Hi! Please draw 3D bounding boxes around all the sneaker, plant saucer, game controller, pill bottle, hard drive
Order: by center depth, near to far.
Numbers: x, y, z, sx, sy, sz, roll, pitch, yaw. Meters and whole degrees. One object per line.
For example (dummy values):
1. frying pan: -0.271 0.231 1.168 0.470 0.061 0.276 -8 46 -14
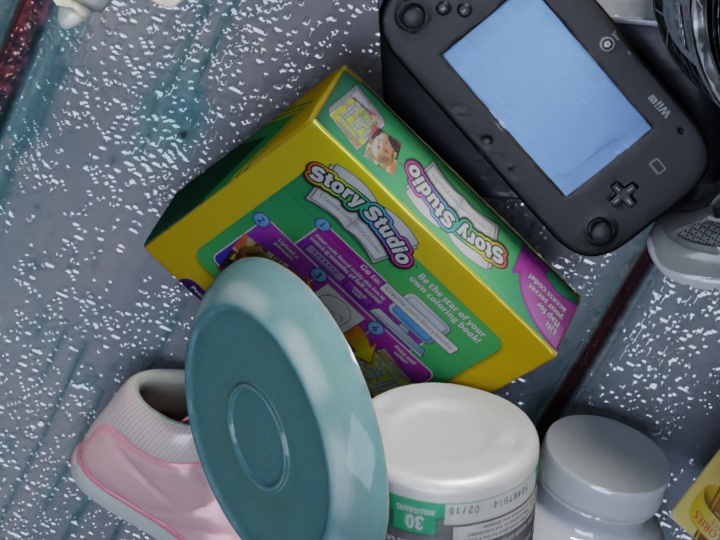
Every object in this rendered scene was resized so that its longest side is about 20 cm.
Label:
1. game controller: 0.103 -0.102 1.302 0.104 0.042 0.200 -36 108 24
2. sneaker: 0.256 -0.051 1.335 0.199 0.075 0.082 -17 128 4
3. hard drive: 0.109 -0.101 1.350 0.198 0.042 0.136 1 118 8
4. plant saucer: -0.050 0.093 1.351 0.027 0.200 0.201 -16 124 -30
5. pill bottle: 0.044 0.177 1.375 0.112 0.113 0.201 5 118 6
6. pill bottle: 0.125 0.194 1.467 0.111 0.112 0.201 16 119 0
7. sneaker: -0.079 0.133 1.485 0.199 0.075 0.105 29 124 -3

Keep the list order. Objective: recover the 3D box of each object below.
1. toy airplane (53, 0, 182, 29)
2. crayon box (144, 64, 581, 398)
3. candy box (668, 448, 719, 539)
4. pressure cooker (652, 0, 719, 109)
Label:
1. toy airplane: -0.202 -0.222 1.276 0.198 0.141 0.200 -4 117 11
2. crayon box: 0.000 0.000 1.386 0.200 0.058 0.172 43 133 -15
3. candy box: 0.289 0.104 1.391 0.116 0.056 0.201 39 111 11
4. pressure cooker: 0.251 -0.146 1.198 0.175 0.200 0.179 28 103 -14
